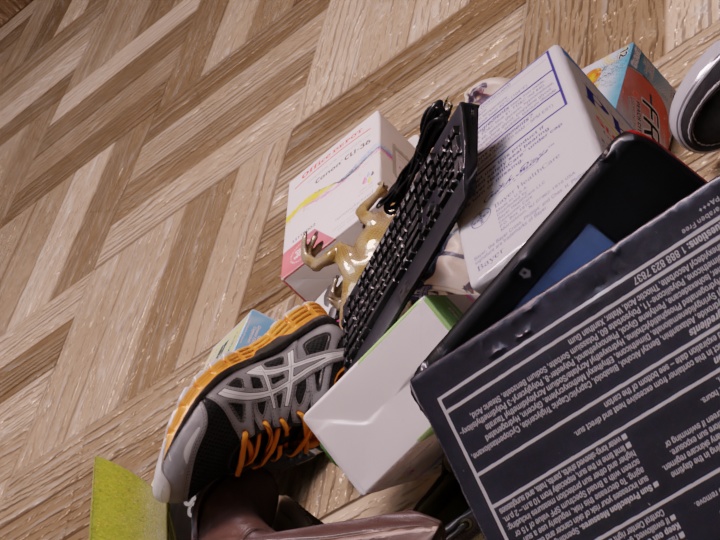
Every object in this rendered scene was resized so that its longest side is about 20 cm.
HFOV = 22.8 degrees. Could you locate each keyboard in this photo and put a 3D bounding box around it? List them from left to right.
[{"bbox_3d":[0.028,-0.031,1.130,0.128,0.020,0.201,-86,19,-44],"label":"keyboard"}]

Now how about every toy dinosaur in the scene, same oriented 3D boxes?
[{"bbox_3d":[0.000,0.000,1.285,0.101,0.058,0.202,5,65,57],"label":"toy dinosaur"}]

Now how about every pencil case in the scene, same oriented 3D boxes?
[{"bbox_3d":[0.090,-0.046,1.334,0.088,0.078,0.202,10,64,17],"label":"pencil case"}]

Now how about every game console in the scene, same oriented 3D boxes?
[{"bbox_3d":[0.152,0.045,0.980,0.200,0.176,0.031,-50,14,21],"label":"game console"}]

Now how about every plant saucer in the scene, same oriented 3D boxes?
[{"bbox_3d":[-0.138,0.250,1.199,0.047,0.202,0.200,-11,22,-2],"label":"plant saucer"}]

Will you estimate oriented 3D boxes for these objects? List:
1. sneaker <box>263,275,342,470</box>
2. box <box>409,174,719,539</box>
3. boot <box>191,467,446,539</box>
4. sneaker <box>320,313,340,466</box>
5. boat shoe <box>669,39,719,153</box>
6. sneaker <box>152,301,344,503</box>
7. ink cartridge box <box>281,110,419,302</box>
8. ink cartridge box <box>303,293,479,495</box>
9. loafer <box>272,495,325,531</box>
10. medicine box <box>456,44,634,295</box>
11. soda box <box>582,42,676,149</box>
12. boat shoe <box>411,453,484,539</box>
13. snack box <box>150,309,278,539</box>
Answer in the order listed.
[{"bbox_3d":[-0.031,0.080,1.421,0.201,0.074,0.080,-55,10,-28],"label":"sneaker"},{"bbox_3d":[0.163,0.093,0.868,0.199,0.123,0.200,-34,70,26],"label":"box"},{"bbox_3d":[-0.020,0.165,1.103,0.198,0.065,0.187,-16,23,27],"label":"boot"},{"bbox_3d":[0.015,0.052,1.346,0.076,0.084,0.201,-21,35,44],"label":"sneaker"},{"bbox_3d":[0.298,-0.138,1.197,0.199,0.070,0.066,-32,25,14],"label":"boat shoe"},{"bbox_3d":[-0.061,0.093,1.177,0.200,0.077,0.079,-40,-23,-40],"label":"sneaker"},{"bbox_3d":[-0.005,-0.059,1.576,0.116,0.067,0.201,-37,25,21],"label":"ink cartridge box"},{"bbox_3d":[0.056,0.077,1.179,0.117,0.067,0.200,-45,-15,16],"label":"ink cartridge box"},{"bbox_3d":[-0.058,0.198,1.262,0.068,0.076,0.200,-55,19,-9],"label":"loafer"},{"bbox_3d":[0.150,-0.010,1.091,0.103,0.182,0.201,-38,25,17],"label":"medicine box"},{"bbox_3d":[0.174,-0.071,1.295,0.068,0.064,0.201,-25,33,41],"label":"soda box"},{"bbox_3d":[0.081,0.132,1.130,0.202,0.066,0.072,-54,24,-14],"label":"boat shoe"},{"bbox_3d":[-0.122,0.137,1.373,0.202,0.037,0.116,-67,11,-23],"label":"snack box"}]
